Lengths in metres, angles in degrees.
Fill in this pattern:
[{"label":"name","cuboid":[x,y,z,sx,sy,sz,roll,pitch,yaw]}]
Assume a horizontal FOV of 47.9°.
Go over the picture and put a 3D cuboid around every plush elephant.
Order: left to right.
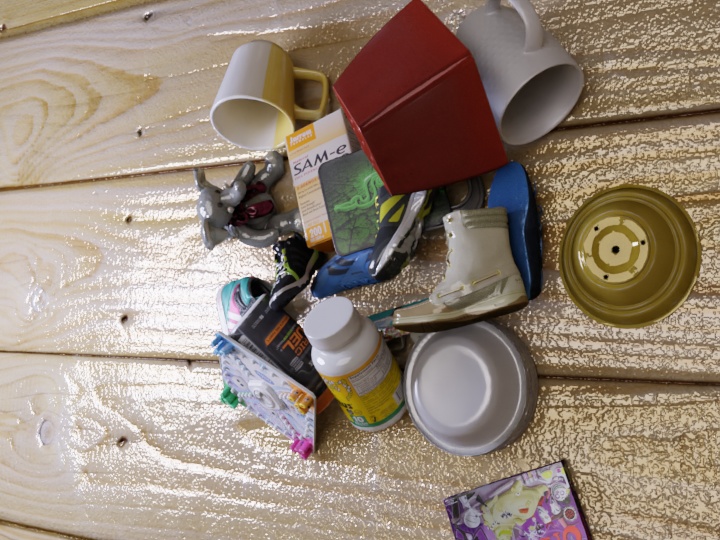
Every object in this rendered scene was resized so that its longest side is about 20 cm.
[{"label":"plush elephant","cuboid":[-0.217,-0.115,1.418,0.197,0.154,0.168,-27,72,24]}]

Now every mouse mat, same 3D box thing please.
[{"label":"mouse mat","cuboid":[0.035,-0.125,1.286,0.196,0.008,0.164,-18,75,11]}]

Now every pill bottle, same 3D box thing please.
[{"label":"pill bottle","cuboid":[-0.119,0.143,1.332,0.200,0.106,0.106,43,107,-5]},{"label":"pill bottle","cuboid":[-0.007,0.141,1.231,0.111,0.202,0.114,-19,36,14]}]

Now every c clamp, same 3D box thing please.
[{"label":"c clamp","cuboid":[0.095,-0.142,1.285,0.195,0.027,0.175,-7,72,13]}]

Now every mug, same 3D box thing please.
[{"label":"mug","cuboid":[-0.164,-0.312,1.432,0.149,0.183,0.156,-35,42,51]},{"label":"mug","cuboid":[0.216,-0.313,1.167,0.145,0.201,0.177,-25,60,-11]}]

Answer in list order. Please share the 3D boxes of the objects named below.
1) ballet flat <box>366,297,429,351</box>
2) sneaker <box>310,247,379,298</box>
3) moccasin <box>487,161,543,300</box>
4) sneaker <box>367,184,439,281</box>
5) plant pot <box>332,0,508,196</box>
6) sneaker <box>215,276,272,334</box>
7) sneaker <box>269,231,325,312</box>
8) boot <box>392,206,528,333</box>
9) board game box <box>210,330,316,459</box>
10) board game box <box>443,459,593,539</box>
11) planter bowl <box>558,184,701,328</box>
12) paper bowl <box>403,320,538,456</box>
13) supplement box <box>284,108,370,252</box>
[{"label":"ballet flat","cuboid":[0.068,0.090,1.289,0.197,0.076,0.065,-19,104,32]},{"label":"sneaker","cuboid":[0.000,0.000,1.331,0.199,0.066,0.079,-38,71,21]},{"label":"moccasin","cuboid":[0.231,-0.055,1.201,0.079,0.068,0.205,-5,81,38]},{"label":"sneaker","cuboid":[0.054,-0.080,1.238,0.083,0.075,0.203,22,77,24]},{"label":"plant pot","cuboid":[0.075,-0.230,1.171,0.174,0.201,0.201,-30,44,2]},{"label":"sneaker","cuboid":[-0.178,0.096,1.419,0.120,0.083,0.204,-33,68,33]},{"label":"sneaker","cuboid":[-0.123,-0.004,1.332,0.071,0.201,0.083,-41,99,24]},{"label":"boot","cuboid":[0.131,0.000,1.167,0.196,0.072,0.158,-14,74,15]},{"label":"board game box","cuboid":[-0.159,0.209,1.325,0.198,0.202,0.026,30,56,18]},{"label":"board game box","cuboid":[0.226,0.364,1.181,0.197,0.032,0.122,-26,76,25]},{"label":"planter bowl","cuboid":[0.358,-0.024,1.112,0.196,0.083,0.206,-3,83,29]},{"label":"paper bowl","cuboid":[0.155,0.170,1.199,0.197,0.104,0.206,-5,81,30]},{"label":"supplement box","cuboid":[-0.044,-0.149,1.368,0.124,0.073,0.204,-21,74,26]}]
